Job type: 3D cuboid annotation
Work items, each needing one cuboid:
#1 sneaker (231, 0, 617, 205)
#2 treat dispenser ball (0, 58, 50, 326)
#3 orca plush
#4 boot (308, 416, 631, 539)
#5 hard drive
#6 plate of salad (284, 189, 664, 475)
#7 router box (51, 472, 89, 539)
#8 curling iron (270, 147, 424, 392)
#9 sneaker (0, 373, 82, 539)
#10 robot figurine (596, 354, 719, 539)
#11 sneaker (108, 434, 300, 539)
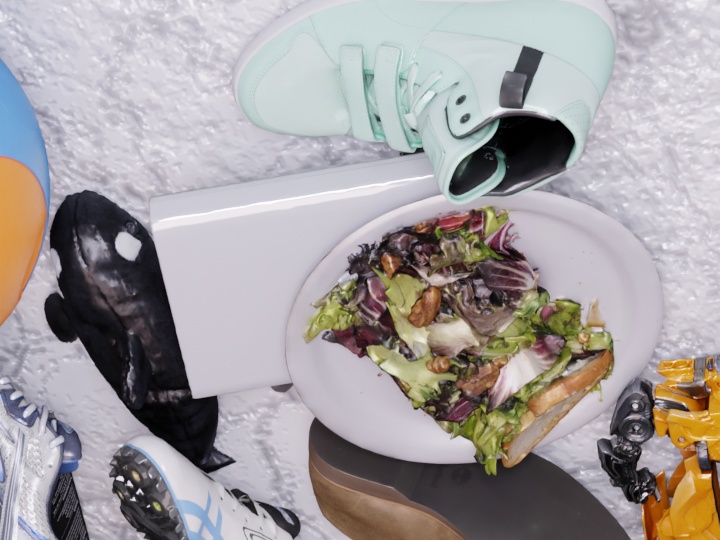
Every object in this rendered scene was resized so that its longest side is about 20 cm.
[{"bbox_3d":[0.021,-0.080,1.178,0.199,0.119,0.074,-7,126,18],"label":"sneaker"},{"bbox_3d":[-0.255,-0.039,1.217,0.199,0.202,0.202,6,127,8],"label":"treat dispenser ball"},{"bbox_3d":[-0.129,0.057,1.342,0.104,0.071,0.201,4,127,10],"label":"orca plush"},{"bbox_3d":[0.062,0.141,1.362,0.199,0.074,0.076,24,141,14],"label":"boot"},{"bbox_3d":[0.000,0.000,1.259,0.198,0.026,0.133,-9,134,1],"label":"hard drive"},{"bbox_3d":[0.060,0.039,1.255,0.198,0.048,0.201,-4,134,-4],"label":"plate of salad"},{"bbox_3d":[-0.265,0.161,1.460,0.198,0.051,0.150,0,127,12],"label":"router box"},{"bbox_3d":[0.005,-0.005,1.295,0.049,0.026,0.200,26,126,-16],"label":"curling iron"},{"bbox_3d":[-0.199,0.094,1.357,0.084,0.077,0.202,-16,86,-3],"label":"sneaker"},{"bbox_3d":[0.207,0.121,1.324,0.144,0.058,0.201,-4,126,14],"label":"robot figurine"},{"bbox_3d":[-0.079,0.145,1.380,0.072,0.073,0.200,30,162,40],"label":"sneaker"}]
